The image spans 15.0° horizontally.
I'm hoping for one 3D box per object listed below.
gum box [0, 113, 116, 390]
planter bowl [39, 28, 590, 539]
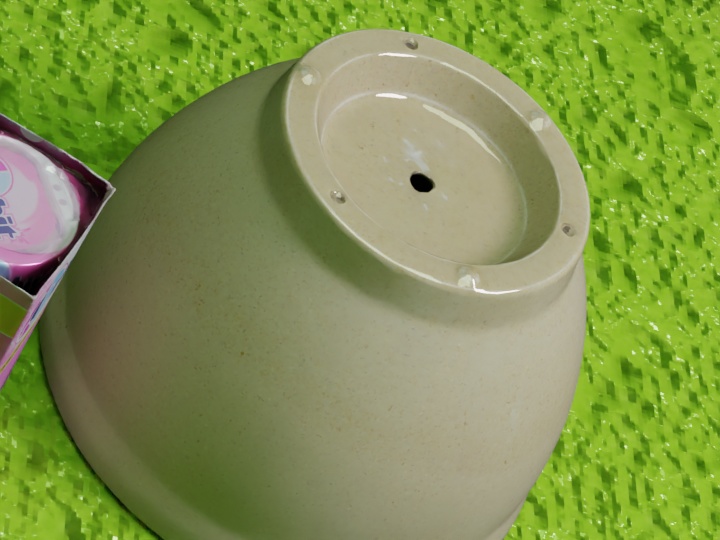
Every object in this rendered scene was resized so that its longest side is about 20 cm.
[{"bbox_3d":[-0.196,-0.027,0.896,0.200,0.114,0.066,32,43,-3],"label":"gum box"},{"bbox_3d":[0.000,0.000,0.977,0.200,0.135,0.201,16,46,-18],"label":"planter bowl"}]
